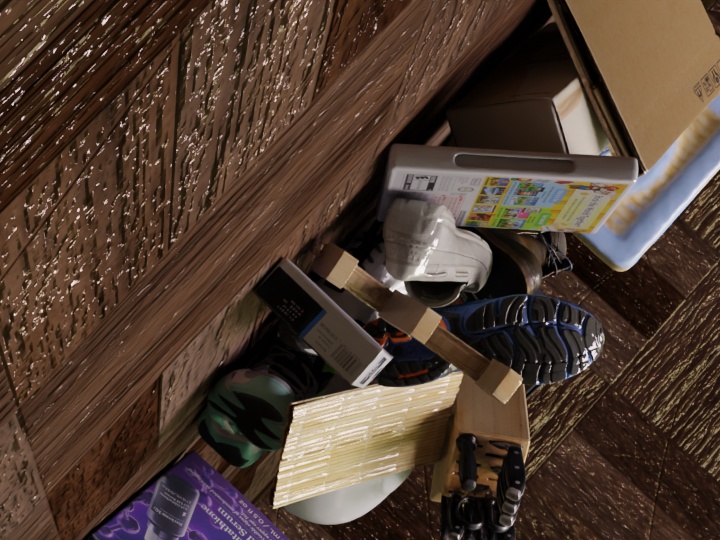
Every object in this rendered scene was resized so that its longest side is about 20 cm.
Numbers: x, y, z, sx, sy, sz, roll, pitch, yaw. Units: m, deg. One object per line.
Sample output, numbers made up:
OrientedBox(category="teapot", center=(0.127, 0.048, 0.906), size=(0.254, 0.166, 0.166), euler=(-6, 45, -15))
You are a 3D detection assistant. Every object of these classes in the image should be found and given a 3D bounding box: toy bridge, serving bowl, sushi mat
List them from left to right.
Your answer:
OrientedBox(category="sushi mat", center=(0.006, 0.133, 1.714), size=(0.200, 0.012, 0.096), euler=(-10, 124, -44))
OrientedBox(category="serving bowl", center=(0.016, 0.141, 1.815), size=(0.200, 0.066, 0.200), euler=(-48, 158, -27))
OrientedBox(category="toy bridge", center=(0.036, 0.035, 1.610), size=(0.027, 0.200, 0.067), euler=(-56, -153, -2))

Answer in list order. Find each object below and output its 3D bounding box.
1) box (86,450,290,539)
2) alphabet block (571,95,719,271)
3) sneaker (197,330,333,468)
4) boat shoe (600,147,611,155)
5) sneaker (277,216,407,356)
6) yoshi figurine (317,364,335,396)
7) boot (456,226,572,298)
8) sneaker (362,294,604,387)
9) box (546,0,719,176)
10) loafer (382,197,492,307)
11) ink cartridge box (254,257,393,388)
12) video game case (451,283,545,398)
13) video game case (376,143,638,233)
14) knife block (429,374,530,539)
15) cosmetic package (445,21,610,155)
OrientedBox(category="box", center=(-0.166, 0.275, 1.861), size=(0.104, 0.148, 0.200), euler=(-50, 175, 28))
OrientedBox(category="alphabet block", center=(0.233, -0.129, 1.942), size=(0.195, 0.196, 0.200), euler=(-47, 175, 5))
OrientedBox(category="sneaker", center=(-0.063, 0.084, 1.754), size=(0.140, 0.078, 0.200), euler=(-48, -175, -20))
OrientedBox(category="boat shoe", center=(0.118, -0.089, 1.826), size=(0.199, 0.073, 0.072), euler=(-18, -178, 13))
OrientedBox(category="sneaker", center=(0.000, 0.000, 1.742), size=(0.200, 0.074, 0.080), euler=(-38, 142, -40))
OrientedBox(category="yoshi figurine", center=(0.001, 0.058, 1.933), size=(0.200, 0.112, 0.112), euler=(-55, 180, 40))
OrientedBox(category="boot", center=(0.142, -0.022, 1.792), size=(0.097, 0.075, 0.200), euler=(-20, -168, -10))
OrientedBox(category="sneaker", center=(0.098, 0.051, 1.697), size=(0.078, 0.199, 0.076), euler=(-50, 140, -77))
OrientedBox(category="box", center=(0.228, -0.188, 1.694), size=(0.021, 0.164, 0.200), euler=(-16, -163, 39))
OrientedBox(category="loafer", center=(0.057, -0.004, 1.660), size=(0.200, 0.070, 0.070), euler=(32, 70, -68))
OrientedBox(category="ink cartridge box", center=(-0.025, 0.043, 1.569), size=(0.039, 0.099, 0.200), euler=(-48, 174, 0))
OrientedBox(category="video game case", center=(0.085, 0.047, 1.937), size=(0.181, 0.200, 0.025), euler=(-46, 159, 31))
OrientedBox(category="video game case", center=(0.107, -0.061, 1.611), size=(0.200, 0.181, 0.023), euler=(103, -10, -79))
OrientedBox(category="knife block", center=(0.108, 0.141, 1.778), size=(0.176, 0.064, 0.201), euler=(117, -18, -72))
OrientedBox(category="cosmetic package", center=(0.163, -0.141, 1.704), size=(0.105, 0.071, 0.200), euler=(-5, -157, 33))
